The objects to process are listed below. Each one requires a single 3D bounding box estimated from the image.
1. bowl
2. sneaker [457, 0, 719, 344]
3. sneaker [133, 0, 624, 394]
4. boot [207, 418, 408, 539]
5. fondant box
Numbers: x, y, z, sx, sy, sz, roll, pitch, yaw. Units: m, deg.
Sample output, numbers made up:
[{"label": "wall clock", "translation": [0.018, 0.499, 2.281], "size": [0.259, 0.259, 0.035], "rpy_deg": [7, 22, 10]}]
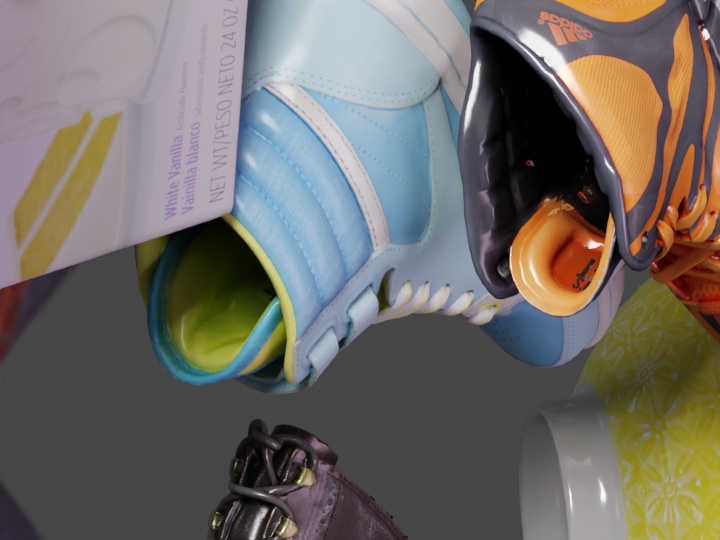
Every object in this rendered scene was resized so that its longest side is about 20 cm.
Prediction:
[{"label": "bowl", "translation": [0.116, 0.084, 0.948], "size": [0.107, 0.200, 0.202], "rpy_deg": [-4, 117, -9]}, {"label": "sneaker", "translation": [0.084, -0.011, 0.766], "size": [0.200, 0.077, 0.112], "rpy_deg": [53, 45, -26]}, {"label": "sneaker", "translation": [0.000, 0.000, 0.786], "size": [0.200, 0.079, 0.131], "rpy_deg": [50, 62, -42]}, {"label": "boot", "translation": [-0.054, 0.127, 0.793], "size": [0.200, 0.069, 0.175], "rpy_deg": [42, 66, -59]}, {"label": "fondant box", "translation": [-0.107, -0.066, 0.613], "size": [0.199, 0.058, 0.145], "rpy_deg": [-20, 121, -49]}]
